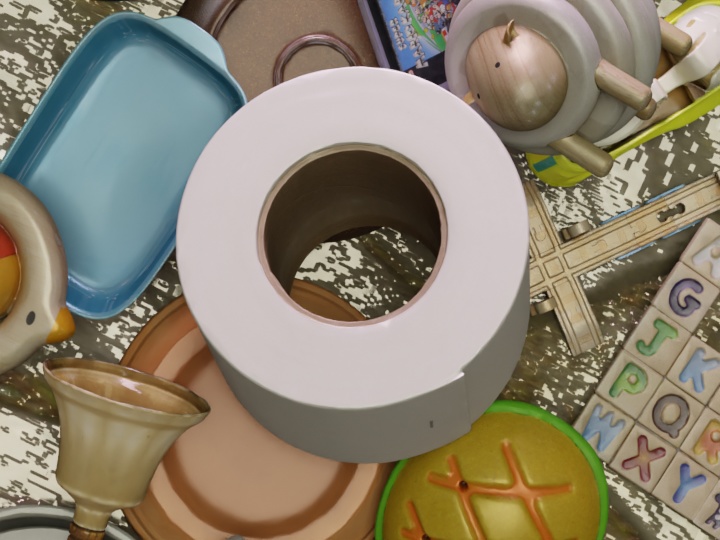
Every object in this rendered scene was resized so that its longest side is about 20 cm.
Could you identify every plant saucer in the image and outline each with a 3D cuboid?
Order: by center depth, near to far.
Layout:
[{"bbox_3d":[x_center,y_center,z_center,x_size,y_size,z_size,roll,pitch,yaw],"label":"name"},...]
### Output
[{"bbox_3d":[-0.063,0.102,1.359,0.198,0.037,0.202,0,88,-5],"label":"plant saucer"},{"bbox_3d":[-0.028,-0.119,1.377,0.198,0.032,0.202,0,88,-5],"label":"plant saucer"}]

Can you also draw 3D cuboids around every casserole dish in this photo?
[{"bbox_3d":[-0.150,-0.065,1.342,0.121,0.039,0.201,35,97,3],"label":"casserole dish"}]

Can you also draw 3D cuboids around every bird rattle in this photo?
[{"bbox_3d":[-0.257,0.002,1.315,0.162,0.113,0.202,-18,78,5],"label":"bird rattle"}]

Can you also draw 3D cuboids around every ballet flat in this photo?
[{"bbox_3d":[0.192,-0.119,1.375,0.199,0.067,0.067,-35,92,-8],"label":"ballet flat"}]

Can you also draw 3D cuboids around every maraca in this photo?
[{"bbox_3d":[0.069,0.171,1.337,0.137,0.107,0.201,34,105,0],"label":"maraca"}]

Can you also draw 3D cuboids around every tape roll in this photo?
[{"bbox_3d":[0.000,0.000,1.264,0.200,0.139,0.205,-1,73,4],"label":"tape roll"}]

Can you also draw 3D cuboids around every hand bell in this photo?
[{"bbox_3d":[-0.164,0.164,1.298,0.103,0.104,0.202,15,97,-4],"label":"hand bell"}]

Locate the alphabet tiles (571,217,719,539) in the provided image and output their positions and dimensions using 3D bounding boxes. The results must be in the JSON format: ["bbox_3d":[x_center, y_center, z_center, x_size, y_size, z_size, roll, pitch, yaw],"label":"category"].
[{"bbox_3d":[0.258,0.091,1.396,0.199,0.008,0.168,34,90,-5],"label":"alphabet tiles"}]

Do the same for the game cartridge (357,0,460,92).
[{"bbox_3d":[0.055,-0.188,1.340,0.129,0.038,0.202,-29,111,-26],"label":"game cartridge"}]

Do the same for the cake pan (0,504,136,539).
[{"bbox_3d":[-0.201,0.245,1.338,0.198,0.037,0.203,0,87,-6],"label":"cake pan"}]

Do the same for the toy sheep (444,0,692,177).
[{"bbox_3d":[0.119,-0.133,1.288,0.137,0.200,0.139,9,114,19],"label":"toy sheep"}]

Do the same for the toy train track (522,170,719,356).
[{"bbox_3d":[0.164,-0.020,1.388,0.199,0.033,0.116,-25,90,-7],"label":"toy train track"}]

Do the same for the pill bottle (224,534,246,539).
[{"bbox_3d":[-0.028,0.256,1.306,0.200,0.111,0.111,44,84,-10],"label":"pill bottle"}]
